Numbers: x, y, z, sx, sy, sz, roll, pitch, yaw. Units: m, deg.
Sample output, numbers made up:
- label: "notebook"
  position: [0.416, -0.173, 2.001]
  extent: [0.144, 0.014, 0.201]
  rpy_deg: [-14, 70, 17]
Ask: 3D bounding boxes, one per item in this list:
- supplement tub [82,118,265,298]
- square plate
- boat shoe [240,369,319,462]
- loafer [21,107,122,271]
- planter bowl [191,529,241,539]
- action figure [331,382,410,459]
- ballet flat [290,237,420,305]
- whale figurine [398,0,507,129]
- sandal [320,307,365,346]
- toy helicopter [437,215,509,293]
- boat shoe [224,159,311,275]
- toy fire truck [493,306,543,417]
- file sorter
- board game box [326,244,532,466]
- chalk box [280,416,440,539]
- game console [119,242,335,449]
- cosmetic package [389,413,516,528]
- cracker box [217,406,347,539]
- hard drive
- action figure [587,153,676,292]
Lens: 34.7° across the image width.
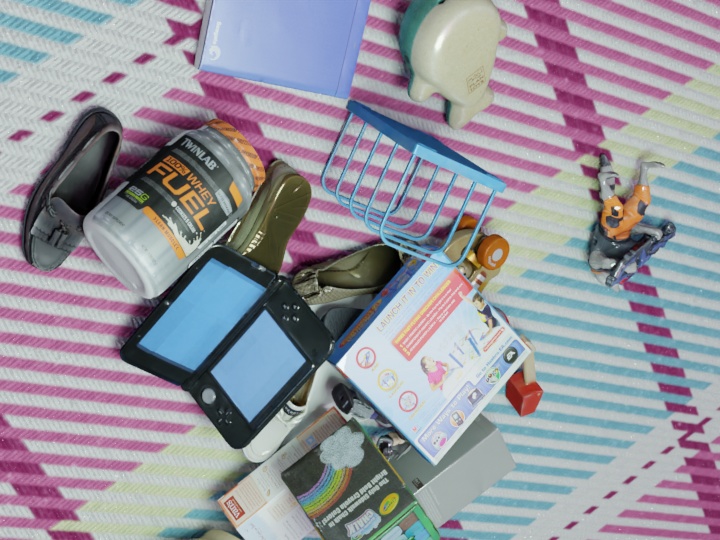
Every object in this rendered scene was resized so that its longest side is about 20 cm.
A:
- label: "supplement tub"
  position: [-0.209, -0.075, 1.325]
  extent: [0.200, 0.122, 0.123]
  rpy_deg: [-46, 123, -22]
- label: "square plate"
  position: [-0.069, 0.127, 1.538]
  extent: [0.197, 0.028, 0.202]
  rpy_deg: [-13, 114, -22]
- label: "boat shoe"
  position: [-0.098, 0.166, 1.478]
  extent: [0.070, 0.070, 0.202]
  rpy_deg: [20, 104, -29]
- label: "loafer"
  position: [-0.326, -0.087, 1.310]
  extent: [0.071, 0.063, 0.202]
  rpy_deg: [23, 97, -32]
- label: "planter bowl"
  position: [-0.192, 0.429, 1.511]
  extent: [0.135, 0.198, 0.202]
  rpy_deg: [-50, 126, -33]
- label: "action figure"
  position: [0.045, 0.193, 1.568]
  extent: [0.199, 0.069, 0.131]
  rpy_deg: [35, 85, -38]
- label: "ballet flat"
  position: [0.000, 0.000, 1.501]
  extent: [0.197, 0.046, 0.069]
  rpy_deg: [-15, 79, -23]
- label: "whale figurine"
  position: [0.113, -0.273, 1.456]
  extent: [0.158, 0.104, 0.201]
  rpy_deg: [-40, 145, -9]
- label: "sandal"
  position: [0.035, 0.087, 1.532]
  extent: [0.197, 0.043, 0.077]
  rpy_deg: [12, 59, -21]
- label: "toy helicopter"
  position: [0.141, 0.035, 1.585]
  extent: [0.131, 0.079, 0.202]
  rpy_deg: [-33, 132, -20]
- label: "boat shoe"
  position: [-0.132, -0.039, 1.436]
  extent: [0.072, 0.063, 0.203]
  rpy_deg: [16, 107, -41]
- label: "toy fire truck"
  position: [0.198, 0.129, 1.627]
  extent: [0.139, 0.049, 0.203]
  rpy_deg: [-12, 131, -21]
- label: "file sorter"
  position: [0.056, -0.105, 1.416]
  extent: [0.137, 0.200, 0.124]
  rpy_deg: [19, 103, -30]
- label: "board game box"
  position: [0.088, 0.107, 1.482]
  extent: [0.200, 0.056, 0.196]
  rpy_deg: [-47, 108, -9]
- label: "chalk box"
  position: [0.013, 0.312, 1.441]
  extent: [0.124, 0.200, 0.124]
  rpy_deg: [-36, 144, -5]
- label: "game console"
  position: [-0.161, 0.097, 1.400]
  extent: [0.200, 0.171, 0.118]
  rpy_deg: [-47, 161, 16]
- label: "cosmetic package"
  position: [0.110, 0.286, 1.641]
  extent: [0.199, 0.107, 0.091]
  rpy_deg: [-39, 122, -11]
- label: "cracker box"
  position: [-0.081, 0.291, 1.551]
  extent: [0.199, 0.058, 0.135]
  rpy_deg: [-38, 144, -10]
- label: "hard drive"
  position: [-0.090, -0.288, 1.375]
  extent: [0.197, 0.025, 0.134]
  rpy_deg: [7, 106, -28]
- label: "action figure"
  position: [0.384, -0.066, 1.676]
  extent: [0.199, 0.104, 0.197]
  rpy_deg: [-23, 128, -48]
